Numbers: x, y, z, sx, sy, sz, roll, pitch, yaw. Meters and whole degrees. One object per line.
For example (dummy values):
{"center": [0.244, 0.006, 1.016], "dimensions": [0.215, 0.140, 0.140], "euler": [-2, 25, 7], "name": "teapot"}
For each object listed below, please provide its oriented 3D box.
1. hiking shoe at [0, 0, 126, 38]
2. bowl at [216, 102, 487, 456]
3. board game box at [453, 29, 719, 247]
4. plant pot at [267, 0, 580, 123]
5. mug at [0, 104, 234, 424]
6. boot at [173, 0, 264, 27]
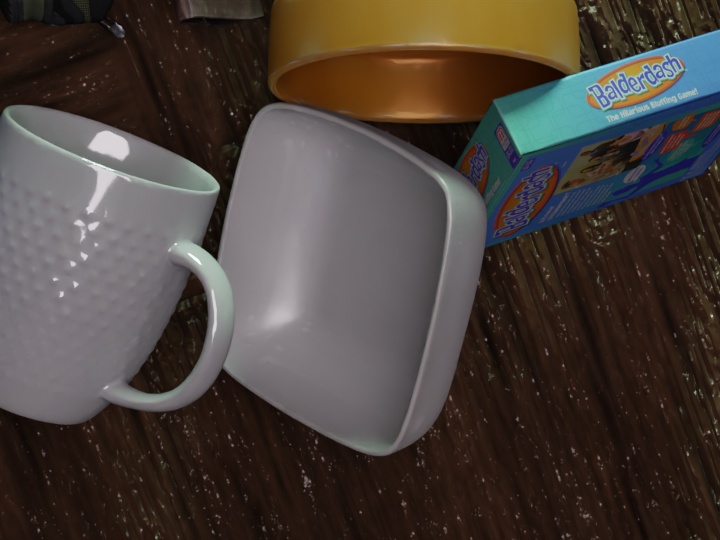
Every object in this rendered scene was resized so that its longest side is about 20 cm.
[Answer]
{"center": [-0.176, -0.254, 1.691], "dimensions": [0.100, 0.076, 0.200], "euler": [9, 101, -22], "name": "hiking shoe"}
{"center": [0.000, 0.000, 1.683], "dimensions": [0.075, 0.200, 0.200], "euler": [-7, 115, -45], "name": "bowl"}
{"center": [0.158, -0.085, 1.690], "dimensions": [0.200, 0.152, 0.045], "euler": [-19, 72, -23], "name": "board game box"}
{"center": [0.041, -0.206, 1.673], "dimensions": [0.200, 0.200, 0.184], "euler": [2, 80, -9], "name": "plant pot"}
{"center": [-0.167, 0.012, 1.656], "dimensions": [0.200, 0.148, 0.176], "euler": [26, 102, 24], "name": "mug"}
{"center": [-0.116, -0.241, 1.634], "dimensions": [0.072, 0.200, 0.167], "euler": [-10, 86, 24], "name": "boot"}
